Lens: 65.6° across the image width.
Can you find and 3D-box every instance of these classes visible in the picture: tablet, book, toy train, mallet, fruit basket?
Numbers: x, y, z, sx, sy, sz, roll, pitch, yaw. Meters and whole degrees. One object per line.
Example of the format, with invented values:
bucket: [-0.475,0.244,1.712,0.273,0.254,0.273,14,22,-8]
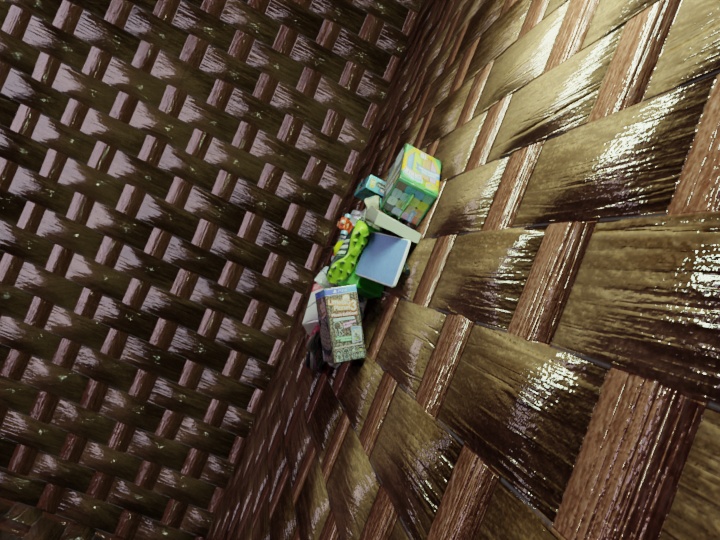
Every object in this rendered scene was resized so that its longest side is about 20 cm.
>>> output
tablet: [0.059,-0.034,1.529,0.198,0.013,0.134,18,88,56]
book: [0.089,-0.128,1.562,0.049,0.131,0.200,-64,10,6]
toy train: [-0.059,-0.075,1.843,0.150,0.054,0.206,33,-115,-62]
mallet: [0.111,-0.044,1.523,0.200,0.040,0.068,-118,36,-72]
fruit basket: [0.008,-0.032,1.703,0.215,0.153,0.220,-44,34,40]

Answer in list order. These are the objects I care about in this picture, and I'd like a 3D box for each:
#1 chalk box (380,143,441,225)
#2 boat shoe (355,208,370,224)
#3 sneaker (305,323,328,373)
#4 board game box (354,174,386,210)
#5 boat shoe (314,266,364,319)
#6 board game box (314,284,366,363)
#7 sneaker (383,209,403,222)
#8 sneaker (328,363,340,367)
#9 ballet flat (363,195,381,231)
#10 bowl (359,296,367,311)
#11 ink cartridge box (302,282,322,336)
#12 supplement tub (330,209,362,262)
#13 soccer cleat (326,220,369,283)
chalk box: [0.139,-0.222,1.533,0.125,0.121,0.204,-54,18,46]
boat shoe: [0.013,-0.145,1.846,0.071,0.069,0.204,60,-152,-43]
sneaker: [-0.135,0.259,1.854,0.204,0.073,0.081,94,-157,-43]
board game box: [0.070,-0.250,1.864,0.048,0.148,0.200,-66,11,-5]
boat shoe: [-0.068,0.084,1.725,0.066,0.202,0.073,-39,7,-10]
board game box: [-0.060,0.154,1.596,0.159,0.094,0.207,153,109,-74]
sneaker: [0.106,-0.188,1.730,0.200,0.082,0.076,139,152,-69]
sneaker: [-0.082,0.245,1.788,0.202,0.078,0.078,115,167,-52]
ballet flat: [0.042,-0.134,1.759,0.070,0.067,0.206,-99,4,-72]
bowl: [-0.053,0.127,1.861,0.201,0.092,0.206,-157,89,-79]
ink cartridge box: [-0.122,0.157,1.959,0.081,0.148,0.203,-14,36,22]
supplement tub: [-0.011,-0.095,1.983,0.140,0.137,0.205,175,118,-78]
soccer cleat: [-0.036,-0.052,1.626,0.202,0.066,0.082,-56,22,18]
